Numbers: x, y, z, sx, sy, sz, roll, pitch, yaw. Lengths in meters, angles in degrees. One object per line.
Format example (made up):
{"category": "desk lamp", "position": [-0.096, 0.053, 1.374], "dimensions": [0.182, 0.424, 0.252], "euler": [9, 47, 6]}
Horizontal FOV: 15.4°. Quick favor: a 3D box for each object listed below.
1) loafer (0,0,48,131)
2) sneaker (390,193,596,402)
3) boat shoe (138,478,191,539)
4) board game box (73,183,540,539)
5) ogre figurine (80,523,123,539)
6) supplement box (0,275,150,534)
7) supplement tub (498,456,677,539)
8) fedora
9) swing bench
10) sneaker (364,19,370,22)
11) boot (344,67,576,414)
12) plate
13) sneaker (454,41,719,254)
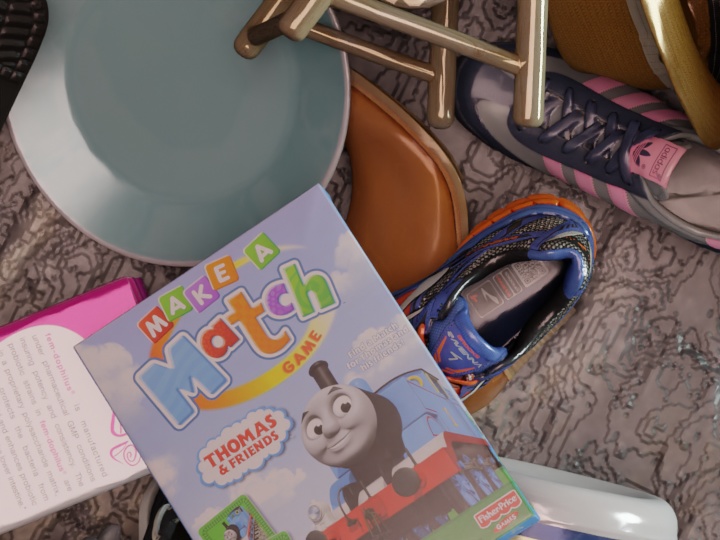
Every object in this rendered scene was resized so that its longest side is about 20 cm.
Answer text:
{"category": "loafer", "position": [-0.234, -0.079, 1.439], "dimensions": [0.073, 0.071, 0.200], "euler": [25, 102, -36]}
{"category": "sneaker", "position": [0.041, 0.036, 1.376], "dimensions": [0.200, 0.078, 0.075], "euler": [-44, 100, 2]}
{"category": "boat shoe", "position": [-0.083, 0.153, 1.381], "dimensions": [0.076, 0.200, 0.060], "euler": [42, 126, -17]}
{"category": "board game box", "position": [-0.028, 0.081, 1.332], "dimensions": [0.151, 0.037, 0.200], "euler": [-34, 77, 2]}
{"category": "ogre figurine", "position": [-0.148, 0.217, 1.420], "dimensions": [0.120, 0.098, 0.200], "euler": [-34, 100, -12]}
{"category": "supplement box", "position": [-0.191, 0.085, 1.418], "dimensions": [0.200, 0.103, 0.101], "euler": [-22, 90, -1]}
{"category": "supplement tub", "position": [0.079, 0.204, 1.406], "dimensions": [0.145, 0.145, 0.200], "euler": [13, 90, -2]}
{"category": "fedora", "position": [0.145, -0.154, 1.402], "dimensions": [0.082, 0.201, 0.201], "euler": [-9, 91, 24]}
{"category": "swing bench", "position": [0.039, -0.182, 1.296], "dimensions": [0.130, 0.199, 0.200], "euler": [20, 89, -10]}
{"category": "sneaker", "position": [0.055, -0.211, 1.449], "dimensions": [0.200, 0.079, 0.095], "euler": [-38, 119, -5]}
{"category": "boot", "position": [0.000, 0.000, 1.440], "dimensions": [0.155, 0.074, 0.200], "euler": [-39, 89, 3]}
{"category": "plate", "position": [-0.098, -0.102, 1.434], "dimensions": [0.200, 0.026, 0.200], "euler": [4, 104, 16]}
{"category": "sneaker", "position": [0.141, -0.070, 1.438], "dimensions": [0.200, 0.082, 0.070], "euler": [24, 91, -2]}
